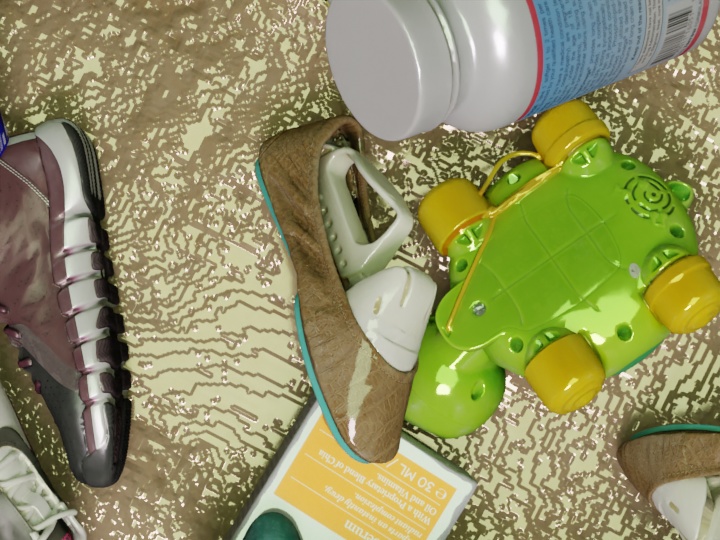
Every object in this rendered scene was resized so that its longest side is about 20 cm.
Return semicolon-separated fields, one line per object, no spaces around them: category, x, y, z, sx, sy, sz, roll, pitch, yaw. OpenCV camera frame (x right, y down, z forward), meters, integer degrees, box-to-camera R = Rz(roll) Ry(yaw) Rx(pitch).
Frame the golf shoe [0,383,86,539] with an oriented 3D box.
golf shoe;-0.184;0.115;1.192;0.087;0.077;0.201;7;125;35

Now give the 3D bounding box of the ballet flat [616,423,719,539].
ballet flat;0.210;0.118;1.197;0.068;0.199;0.073;40;56;-38

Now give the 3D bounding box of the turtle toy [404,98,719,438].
turtle toy;0.097;0.014;1.230;0.199;0.101;0.146;-34;68;0

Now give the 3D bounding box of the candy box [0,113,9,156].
candy box;-0.302;-0.033;1.174;0.168;0.077;0.201;22;65;13

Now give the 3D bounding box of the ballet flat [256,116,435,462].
ballet flat;0.000;0.000;1.198;0.072;0.068;0.201;-33;53;25

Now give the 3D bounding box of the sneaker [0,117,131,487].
sneaker;-0.190;0.024;1.238;0.114;0.076;0.202;-9;80;2

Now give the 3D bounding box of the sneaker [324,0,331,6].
sneaker;-0.002;-0.191;1.240;0.075;0.076;0.200;-39;94;-4

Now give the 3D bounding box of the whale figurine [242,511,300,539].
whale figurine;-0.001;0.200;1.138;0.159;0.104;0.200;-40;72;-22

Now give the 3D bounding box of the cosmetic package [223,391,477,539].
cosmetic package;-0.031;0.171;1.238;0.101;0.071;0.201;31;89;-2

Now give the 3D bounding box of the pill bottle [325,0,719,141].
pill bottle;0.084;-0.137;1.193;0.199;0.109;0.110;-23;91;-30
